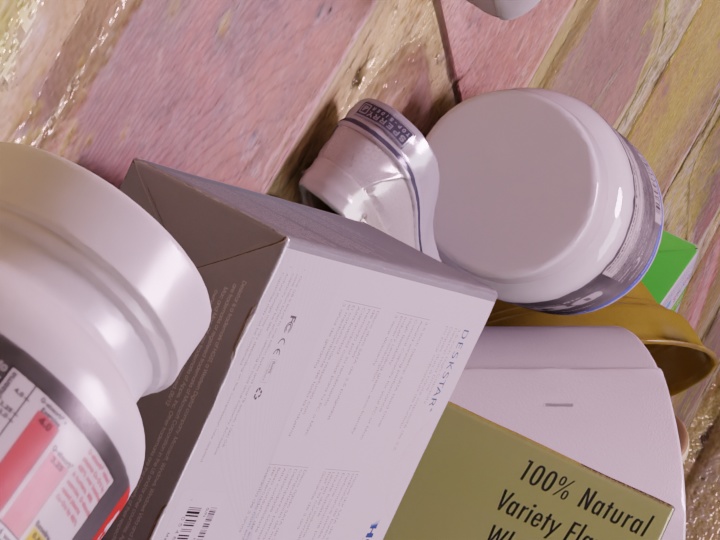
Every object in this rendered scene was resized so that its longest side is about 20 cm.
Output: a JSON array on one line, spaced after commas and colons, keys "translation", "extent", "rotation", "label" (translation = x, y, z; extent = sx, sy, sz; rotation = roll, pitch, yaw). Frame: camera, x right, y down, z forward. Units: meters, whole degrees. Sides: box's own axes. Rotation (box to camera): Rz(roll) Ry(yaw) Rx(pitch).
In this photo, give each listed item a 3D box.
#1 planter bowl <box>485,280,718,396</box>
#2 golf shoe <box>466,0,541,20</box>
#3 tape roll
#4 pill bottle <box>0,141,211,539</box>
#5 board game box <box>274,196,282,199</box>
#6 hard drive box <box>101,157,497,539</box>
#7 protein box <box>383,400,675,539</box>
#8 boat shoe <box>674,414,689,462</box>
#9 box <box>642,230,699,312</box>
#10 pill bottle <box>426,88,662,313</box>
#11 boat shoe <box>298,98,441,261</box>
[{"translation": [0.116, 0.036, 1.549], "extent": [0.200, 0.200, 0.084], "rotation": [62, 18, -73], "label": "planter bowl"}, {"translation": [0.034, -0.156, 1.048], "extent": [0.092, 0.073, 0.200], "rotation": [-53, 154, -13], "label": "golf shoe"}, {"translation": [0.079, 0.130, 1.375], "extent": [0.203, 0.139, 0.203], "rotation": [-179, -90, -74], "label": "tape roll"}, {"translation": [-0.135, 0.064, 0.740], "extent": [0.200, 0.116, 0.116], "rotation": [-55, 164, -27], "label": "pill bottle"}, {"translation": [-0.093, 0.058, 1.061], "extent": [0.200, 0.026, 0.200], "rotation": [-64, 165, 5], "label": "board game box"}, {"translation": [-0.044, 0.053, 0.987], "extent": [0.156, 0.077, 0.200], "rotation": [-65, 154, 5], "label": "hard drive box"}, {"translation": [0.008, 0.158, 1.169], "extent": [0.135, 0.198, 0.200], "rotation": [144, -29, -85], "label": "protein box"}, {"translation": [0.107, 0.126, 1.538], "extent": [0.072, 0.200, 0.065], "rotation": [-80, 156, -51], "label": "boat shoe"}, {"translation": [0.148, 0.080, 1.799], "extent": [0.200, 0.097, 0.177], "rotation": [-49, 161, -45], "label": "box"}, {"translation": [0.096, -0.037, 1.347], "extent": [0.114, 0.114, 0.200], "rotation": [-64, 165, 3], "label": "pill bottle"}, {"translation": [0.000, 0.000, 1.209], "extent": [0.070, 0.071, 0.200], "rotation": [-45, 158, -21], "label": "boat shoe"}]
